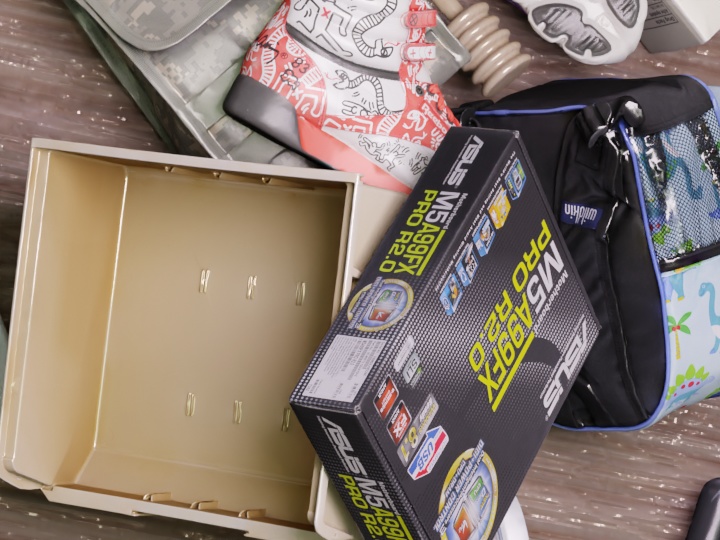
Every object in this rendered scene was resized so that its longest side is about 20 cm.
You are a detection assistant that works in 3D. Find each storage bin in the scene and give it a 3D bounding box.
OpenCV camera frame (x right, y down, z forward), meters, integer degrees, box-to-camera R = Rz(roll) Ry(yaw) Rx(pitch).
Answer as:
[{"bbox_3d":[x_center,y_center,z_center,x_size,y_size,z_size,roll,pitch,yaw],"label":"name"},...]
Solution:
[{"bbox_3d":[-0.083,0.040,1.417,0.199,0.094,0.199,7,90,25],"label":"storage bin"}]

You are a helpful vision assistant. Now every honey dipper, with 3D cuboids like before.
[{"bbox_3d":[0.026,-0.190,1.563,0.038,0.038,0.200,-37,83,-11],"label":"honey dipper"}]

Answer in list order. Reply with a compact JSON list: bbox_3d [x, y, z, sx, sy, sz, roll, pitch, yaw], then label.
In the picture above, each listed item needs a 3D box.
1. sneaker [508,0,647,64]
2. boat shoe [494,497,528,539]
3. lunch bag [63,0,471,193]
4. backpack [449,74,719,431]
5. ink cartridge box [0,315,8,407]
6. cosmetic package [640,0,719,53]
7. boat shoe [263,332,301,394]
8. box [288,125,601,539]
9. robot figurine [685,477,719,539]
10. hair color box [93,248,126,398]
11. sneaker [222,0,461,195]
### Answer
[{"bbox_3d":[0.087,-0.197,1.581,0.081,0.083,0.200,-41,90,-2],"label":"sneaker"},{"bbox_3d":[0.064,0.225,1.578,0.065,0.074,0.201,0,89,-18],"label":"boat shoe"},{"bbox_3d":[-0.063,-0.148,1.523,0.164,0.118,0.200,-40,98,-12],"label":"lunch bag"},{"bbox_3d":[0.159,-0.013,1.546,0.147,0.183,0.201,-17,100,-33],"label":"backpack"},{"bbox_3d":[-0.308,0.038,1.499,0.199,0.047,0.161,-21,95,-15],"label":"ink cartridge box"},{"bbox_3d":[0.160,-0.236,1.585,0.087,0.103,0.200,-41,100,-10],"label":"cosmetic package"},{"bbox_3d":[0.000,0.000,1.515,0.072,0.068,0.200,31,63,-12],"label":"boat shoe"},{"bbox_3d":[0.050,0.048,1.387,0.200,0.044,0.160,-59,139,-33],"label":"box"},{"bbox_3d":[0.288,0.188,1.605,0.125,0.150,0.201,26,83,-43],"label":"robot figurine"},{"bbox_3d":[-0.075,0.063,1.550,0.200,0.061,0.099,31,83,-13],"label":"hair color box"},{"bbox_3d":[0.032,-0.090,1.461,0.201,0.067,0.108,28,89,-19],"label":"sneaker"}]
